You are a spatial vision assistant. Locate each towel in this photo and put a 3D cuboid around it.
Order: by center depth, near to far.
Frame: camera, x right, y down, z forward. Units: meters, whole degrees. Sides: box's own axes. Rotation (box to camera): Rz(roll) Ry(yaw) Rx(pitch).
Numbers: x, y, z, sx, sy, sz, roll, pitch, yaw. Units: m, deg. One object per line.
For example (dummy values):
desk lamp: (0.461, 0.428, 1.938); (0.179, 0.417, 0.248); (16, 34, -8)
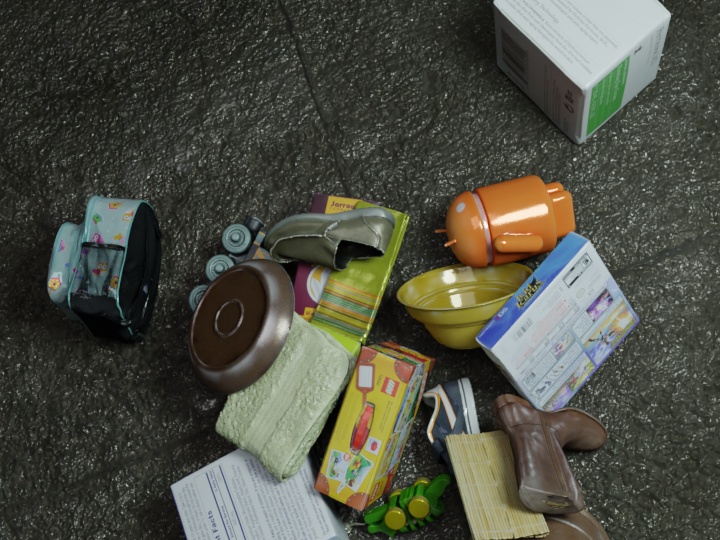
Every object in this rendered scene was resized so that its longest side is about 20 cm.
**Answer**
towel: (-0.103, 0.167, 1.460); (0.147, 0.036, 0.202); (31, 89, 23)
towel: (0.000, 0.000, 1.542); (0.085, 0.018, 0.203); (17, 76, 13)

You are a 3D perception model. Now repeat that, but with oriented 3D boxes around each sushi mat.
sushi mat: (0.171, 0.274, 1.376); (0.094, 0.012, 0.201); (-3, 31, -6)

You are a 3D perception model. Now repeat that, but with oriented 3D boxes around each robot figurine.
robot figurine: (0.209, -0.070, 1.555); (0.196, 0.117, 0.146); (-14, 62, -2)

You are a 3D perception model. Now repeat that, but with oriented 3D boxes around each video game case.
video game case: (0.273, 0.080, 1.474); (0.200, 0.182, 0.045); (-46, 36, -7)

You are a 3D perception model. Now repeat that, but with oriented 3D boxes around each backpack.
backpack: (-0.380, -0.011, 1.627); (0.150, 0.176, 0.203); (10, 70, 10)

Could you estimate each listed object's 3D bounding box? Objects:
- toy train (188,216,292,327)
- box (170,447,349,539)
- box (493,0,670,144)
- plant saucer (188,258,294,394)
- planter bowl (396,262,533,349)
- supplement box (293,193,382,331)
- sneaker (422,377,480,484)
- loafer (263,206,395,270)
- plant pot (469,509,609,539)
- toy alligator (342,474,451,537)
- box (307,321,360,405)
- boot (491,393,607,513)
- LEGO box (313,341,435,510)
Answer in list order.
toy train: (-0.181, 0.021, 1.632); (0.113, 0.085, 0.202); (26, 78, 6)
box: (-0.136, 0.348, 1.484); (0.198, 0.105, 0.186); (-27, 56, 1)
box: (0.321, -0.339, 1.584); (0.171, 0.199, 0.200); (-41, 71, -5)
plant saucer: (-0.176, 0.071, 1.501); (0.198, 0.032, 0.203); (-21, 54, 32)
planter bowl: (0.154, 0.057, 1.527); (0.196, 0.201, 0.085); (-8, 106, 8)
supplement box: (-0.032, -0.002, 1.603); (0.108, 0.086, 0.204); (7, 74, 13)
sneaker: (0.136, 0.253, 1.495); (0.078, 0.079, 0.203); (-12, 59, 1)
loafer: (-0.047, -0.039, 1.521); (0.197, 0.075, 0.071); (-11, 59, 18)
plant pot: (0.225, 0.411, 1.326); (0.196, 0.198, 0.204); (1, 101, 7)
toy alligator: (0.051, 0.346, 1.497); (0.198, 0.059, 0.055); (-30, 102, 18)
box: (-0.076, 0.126, 1.549); (0.197, 0.123, 0.048); (21, 54, 16)
boot: (0.267, 0.253, 1.392); (0.183, 0.201, 0.065); (15, 114, -15)
LEGO box: (0.022, 0.206, 1.465); (0.076, 0.149, 0.203); (20, 96, 15)
